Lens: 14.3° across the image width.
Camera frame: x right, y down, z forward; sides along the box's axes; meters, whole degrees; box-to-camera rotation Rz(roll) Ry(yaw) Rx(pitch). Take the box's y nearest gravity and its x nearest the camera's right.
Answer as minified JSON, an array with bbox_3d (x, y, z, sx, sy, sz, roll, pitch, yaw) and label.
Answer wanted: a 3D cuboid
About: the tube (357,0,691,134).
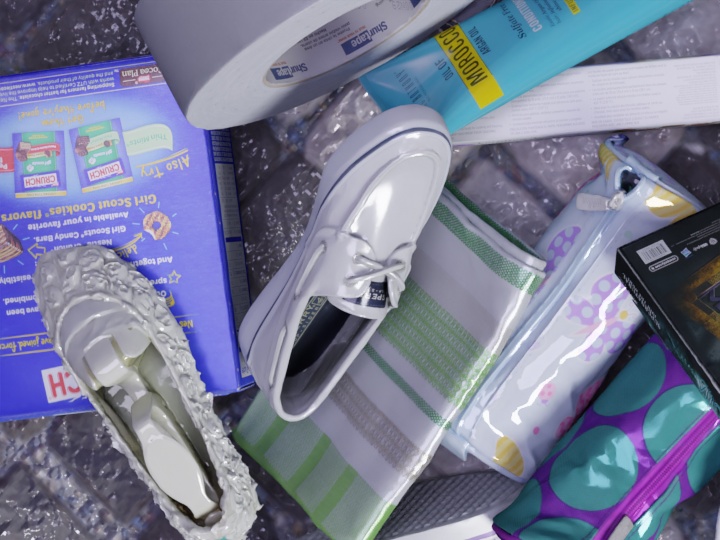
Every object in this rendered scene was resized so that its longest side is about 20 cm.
[{"bbox_3d":[0.100,-0.134,1.625,0.200,0.078,0.050,-29,129,-1],"label":"tube"}]

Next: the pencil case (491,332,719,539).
[{"bbox_3d":[0.167,0.095,1.599,0.085,0.092,0.200,43,85,-23],"label":"pencil case"}]

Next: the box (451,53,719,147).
[{"bbox_3d":[0.140,-0.098,1.645,0.199,0.039,0.042,-5,89,12],"label":"box"}]

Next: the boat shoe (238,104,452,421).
[{"bbox_3d":[0.000,0.000,1.597,0.200,0.073,0.065,-62,35,32],"label":"boat shoe"}]

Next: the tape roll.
[{"bbox_3d":[-0.022,-0.155,1.576,0.200,0.200,0.066,-30,81,11],"label":"tape roll"}]

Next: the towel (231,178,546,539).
[{"bbox_3d":[0.011,0.046,1.639,0.200,0.031,0.149,-57,39,7],"label":"towel"}]

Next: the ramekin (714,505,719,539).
[{"bbox_3d":[0.300,0.151,1.589,0.200,0.098,0.201,0,91,12],"label":"ramekin"}]

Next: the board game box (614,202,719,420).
[{"bbox_3d":[0.257,0.004,1.557,0.200,0.028,0.135,-23,57,-15],"label":"board game box"}]

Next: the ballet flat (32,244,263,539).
[{"bbox_3d":[-0.121,0.070,1.619,0.072,0.072,0.200,-34,89,11],"label":"ballet flat"}]

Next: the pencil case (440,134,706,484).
[{"bbox_3d":[0.118,0.024,1.628,0.083,0.091,0.200,36,99,9],"label":"pencil case"}]

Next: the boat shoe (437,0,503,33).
[{"bbox_3d":[0.072,-0.229,1.642,0.072,0.063,0.201,14,96,8],"label":"boat shoe"}]

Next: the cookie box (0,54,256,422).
[{"bbox_3d":[-0.157,-0.019,1.692,0.171,0.075,0.201,-7,90,11],"label":"cookie box"}]

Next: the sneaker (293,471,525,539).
[{"bbox_3d":[0.025,0.195,1.674,0.200,0.073,0.115,-22,106,7],"label":"sneaker"}]
